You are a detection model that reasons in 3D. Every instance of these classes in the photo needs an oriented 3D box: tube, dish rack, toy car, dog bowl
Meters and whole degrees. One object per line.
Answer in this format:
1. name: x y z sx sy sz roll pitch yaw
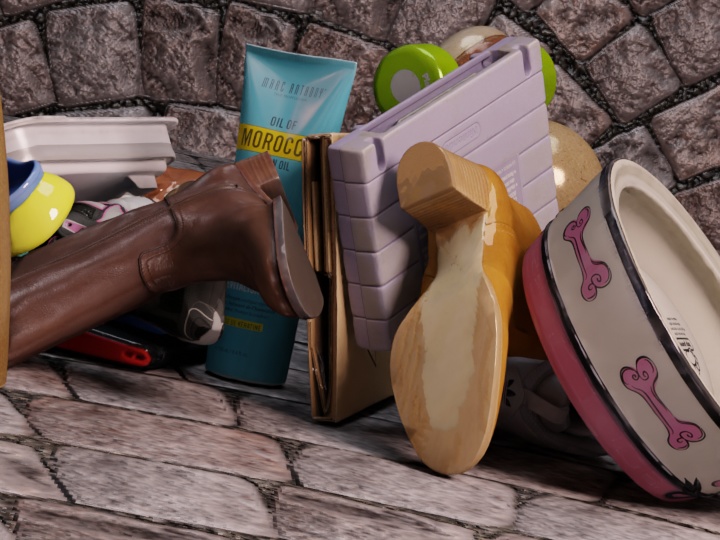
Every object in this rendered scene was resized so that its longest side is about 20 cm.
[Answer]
1. tube: -0.052 -0.033 1.711 0.077 0.201 0.050 12 4 21
2. dish rack: -0.219 -0.049 1.794 0.171 0.044 0.200 -25 -9 29
3. toy car: 0.098 -0.045 1.838 0.200 0.158 0.164 45 26 20
4. dog bowl: 0.165 0.041 1.574 0.074 0.201 0.200 -31 -10 18

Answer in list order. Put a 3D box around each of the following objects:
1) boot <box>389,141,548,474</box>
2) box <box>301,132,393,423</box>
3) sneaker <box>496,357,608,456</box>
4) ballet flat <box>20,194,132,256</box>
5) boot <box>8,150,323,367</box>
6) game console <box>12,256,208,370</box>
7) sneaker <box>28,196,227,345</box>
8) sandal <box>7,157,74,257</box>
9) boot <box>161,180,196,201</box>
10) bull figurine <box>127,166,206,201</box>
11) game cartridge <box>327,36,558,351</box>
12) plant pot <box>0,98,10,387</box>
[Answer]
1. boot: 0.077 0.033 1.582 0.070 0.202 0.144 -17 -27 26
2. box: 0.000 0.000 1.688 0.021 0.165 0.200 -2 2 13
3. sneaker: 0.131 0.070 1.724 0.114 0.076 0.199 17 12 39
4. ballet flat: -0.194 -0.025 2.022 0.199 0.071 0.067 11 4 -10
5. boot: -0.127 0.014 1.552 0.199 0.065 0.187 -21 21 0
6. game console: -0.179 0.024 1.762 0.176 0.031 0.200 12 6 14
7. sneaker: -0.145 0.000 1.704 0.086 0.081 0.200 0 6 -27
8. sandal: -0.263 -0.042 1.660 0.199 0.087 0.080 -18 27 30
9. boot: -0.112 -0.003 1.853 0.075 0.074 0.200 1 -20 12
10. bull figurine: -0.156 -0.054 2.448 0.199 0.066 0.121 9 9 3
11. game cartridge: 0.051 -0.046 1.659 0.038 0.130 0.200 11 28 32
12. plant pot: -0.260 -0.053 1.495 0.185 0.201 0.186 12 5 -1
